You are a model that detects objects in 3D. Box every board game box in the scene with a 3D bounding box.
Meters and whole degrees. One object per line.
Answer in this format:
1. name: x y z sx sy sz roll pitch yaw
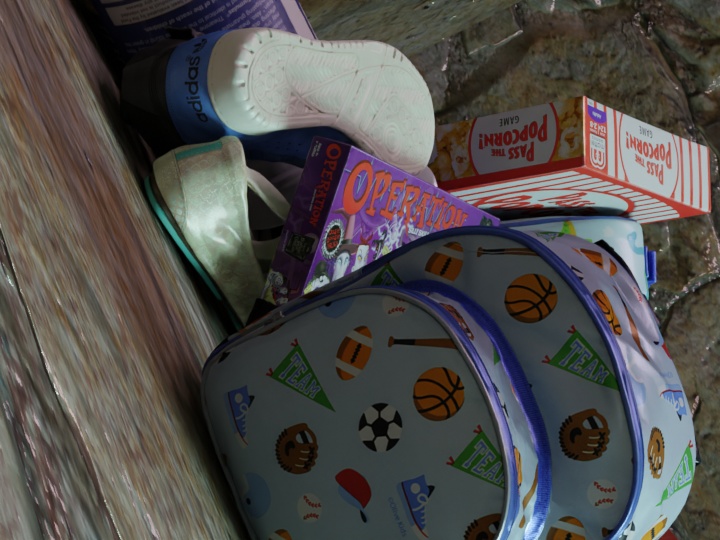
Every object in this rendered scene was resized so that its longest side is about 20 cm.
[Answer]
1. board game box: 0.098 -0.057 1.397 0.151 0.200 0.046 14 71 -50
2. board game box: 0.011 0.006 1.216 0.200 0.032 0.120 20 84 -62

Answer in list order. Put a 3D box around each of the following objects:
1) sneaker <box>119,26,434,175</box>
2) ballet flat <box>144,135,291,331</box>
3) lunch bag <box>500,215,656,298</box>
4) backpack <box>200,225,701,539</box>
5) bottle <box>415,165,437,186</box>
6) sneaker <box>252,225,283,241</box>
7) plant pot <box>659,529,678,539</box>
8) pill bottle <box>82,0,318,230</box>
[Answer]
1. sneaker: -0.050 -0.090 1.218 0.200 0.111 0.077 6 84 -55
2. ballet flat: -0.051 0.004 1.186 0.200 0.062 0.068 62 4 -49
3. lunch bag: 0.109 0.018 1.452 0.200 0.160 0.083 94 -9 -80
4. backpack: 0.039 0.069 0.940 0.200 0.190 0.154 64 19 8
5. bottle: 0.000 0.000 1.358 0.084 0.065 0.200 58 -27 19
6. sneaker: -0.070 -0.072 1.483 0.202 0.077 0.146 91 -17 -78
7. plant pot: 0.103 0.187 1.233 0.195 0.201 0.201 56 -2 30
8. pill bottle: -0.083 -0.127 1.289 0.200 0.111 0.111 63 3 -27
